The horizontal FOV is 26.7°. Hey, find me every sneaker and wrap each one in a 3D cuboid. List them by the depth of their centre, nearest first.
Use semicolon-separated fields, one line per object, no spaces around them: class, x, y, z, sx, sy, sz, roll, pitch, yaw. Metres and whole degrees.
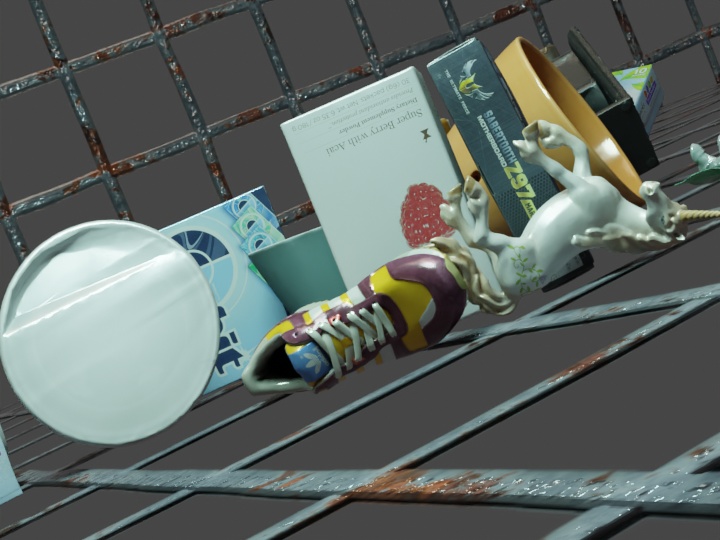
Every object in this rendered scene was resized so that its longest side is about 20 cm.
sneaker;-0.005;0.050;1.140;0.199;0.075;0.090;-29;6;42

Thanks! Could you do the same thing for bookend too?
bookend;0.195;-0.147;1.664;0.197;0.093;0.201;-28;32;6

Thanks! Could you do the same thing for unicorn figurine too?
unicorn figurine;0.151;-0.041;1.124;0.199;0.138;0.074;-40;-2;21

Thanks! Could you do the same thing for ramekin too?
ramekin;-0.227;0.063;1.388;0.200;0.204;0.094;-23;-9;-12

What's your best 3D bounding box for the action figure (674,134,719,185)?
action figure;0.366;-0.110;1.243;0.117;0.055;0.199;-22;6;-40

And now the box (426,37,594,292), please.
box;0.123;-0.088;1.233;0.051;0.202;0.158;-27;2;8

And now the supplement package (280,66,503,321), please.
supplement package;0.031;-0.050;1.254;0.120;0.202;0.120;-22;3;6

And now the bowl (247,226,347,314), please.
bowl;0.000;0.000;1.462;0.198;0.106;0.201;-18;2;1

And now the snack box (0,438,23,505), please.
snack box;-0.423;0.216;1.340;0.199;0.068;0.168;-18;5;41

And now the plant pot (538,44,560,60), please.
plant pot;0.216;-0.169;1.951;0.198;0.200;0.200;-24;3;1

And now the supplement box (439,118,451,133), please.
supplement box;0.041;-0.106;1.505;0.068;0.067;0.200;-21;0;25

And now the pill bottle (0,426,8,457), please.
pill bottle;-0.490;0.202;1.641;0.198;0.115;0.114;-25;4;-23

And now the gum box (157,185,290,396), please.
gum box;-0.157;0.032;1.545;0.198;0.172;0.045;-24;3;-8

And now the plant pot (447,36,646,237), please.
plant pot;0.163;-0.104;1.471;0.140;0.201;0.200;-38;-2;17

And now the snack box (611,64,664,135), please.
snack box;0.257;-0.150;1.756;0.141;0.053;0.201;-6;38;34
